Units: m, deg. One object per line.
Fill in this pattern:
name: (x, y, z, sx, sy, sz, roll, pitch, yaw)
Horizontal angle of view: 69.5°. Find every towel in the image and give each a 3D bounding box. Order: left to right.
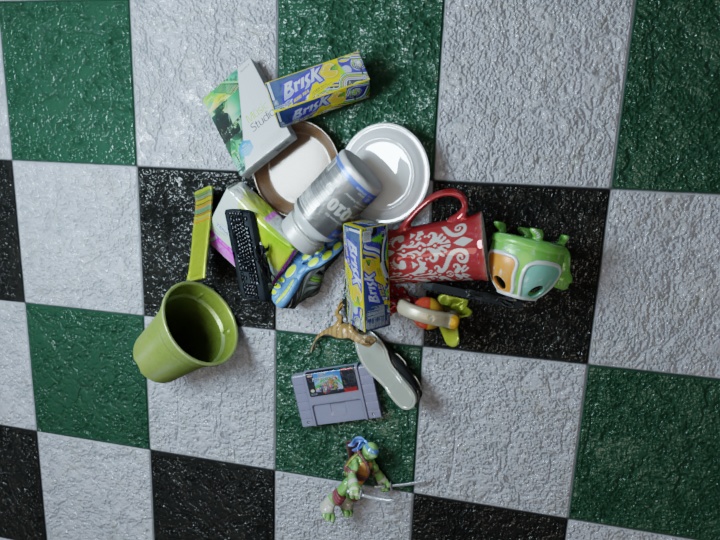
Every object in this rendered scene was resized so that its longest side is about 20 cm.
towel: (-0.352, -0.081, 1.139, 0.085, 0.018, 0.205, -10, 75, 53)

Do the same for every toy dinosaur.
toy dinosaur: (-0.047, 0.126, 1.141, 0.197, 0.108, 0.060, -4, 146, 46)

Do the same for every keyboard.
keyboard: (-0.235, -0.027, 1.088, 0.102, 0.040, 0.205, 2, 113, 25)
keyboard: (0.226, 0.052, 1.017, 0.195, 0.127, 0.021, 11, 85, -12)

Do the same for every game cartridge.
game cartridge: (-0.055, 0.286, 1.197, 0.195, 0.038, 0.133, -11, 102, 14)

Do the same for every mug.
mug: (0.152, -0.058, 1.048, 0.195, 0.133, 0.182, -7, 82, 17)

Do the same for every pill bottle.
pill bottle: (-0.061, -0.131, 1.039, 0.114, 0.114, 0.200, 47, 110, 0)

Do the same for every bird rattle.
bird rattle: (0.130, 0.075, 1.056, 0.196, 0.163, 0.115, 22, 93, 0)

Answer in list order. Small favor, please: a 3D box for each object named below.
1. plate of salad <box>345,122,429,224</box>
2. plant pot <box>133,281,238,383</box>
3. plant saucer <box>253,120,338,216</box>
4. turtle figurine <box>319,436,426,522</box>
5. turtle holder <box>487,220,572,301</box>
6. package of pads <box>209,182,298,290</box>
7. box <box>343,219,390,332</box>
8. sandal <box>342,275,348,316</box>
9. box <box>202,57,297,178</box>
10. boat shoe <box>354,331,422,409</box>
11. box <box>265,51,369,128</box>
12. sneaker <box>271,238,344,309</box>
plate of salad: (0.050, -0.199, 1.074, 0.195, 0.048, 0.205, 4, 102, 22)
plant pot: (-0.411, 0.159, 1.181, 0.183, 0.200, 0.202, -34, 93, 28)
plant saucer: (-0.134, -0.217, 1.115, 0.195, 0.037, 0.206, 2, 101, 11)
turtle figurine: (0.009, 0.502, 1.167, 0.199, 0.144, 0.195, 38, 110, 6)
turtle holder: (0.327, -0.014, 1.011, 0.139, 0.184, 0.135, 16, 97, 36)
package of pads: (-0.234, -0.074, 1.131, 0.199, 0.068, 0.155, 40, 121, 1)
box: (0.013, 0.009, 1.014, 0.063, 0.070, 0.205, -11, 108, -30)
sandal: (-0.001, -0.001, 1.097, 0.074, 0.048, 0.205, 18, 90, 40)
box: (-0.235, -0.321, 1.093, 0.143, 0.036, 0.203, -33, 76, 16)
boat shoe: (0.064, 0.209, 1.141, 0.201, 0.060, 0.074, 49, 117, 14)
box: (-0.083, -0.356, 1.024, 0.196, 0.064, 0.071, -21, 77, -3)
sneaker: (-0.111, 0.005, 1.137, 0.200, 0.082, 0.071, -48, 59, 6)
